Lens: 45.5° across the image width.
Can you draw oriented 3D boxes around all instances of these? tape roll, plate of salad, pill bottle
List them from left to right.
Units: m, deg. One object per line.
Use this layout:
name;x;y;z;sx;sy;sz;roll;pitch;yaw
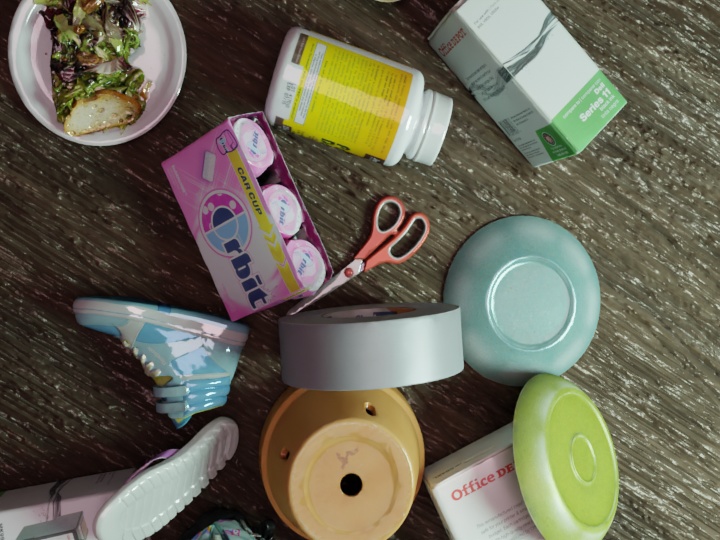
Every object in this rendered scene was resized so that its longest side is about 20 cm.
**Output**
plate of salad;-0.292;-0.242;0.950;0.194;0.048;0.206;0;92;-5
pill bottle;-0.001;-0.186;0.952;0.195;0.109;0.112;18;90;-6
tape roll;0.011;0.077;0.918;0.195;0.200;0.068;-5;93;-6

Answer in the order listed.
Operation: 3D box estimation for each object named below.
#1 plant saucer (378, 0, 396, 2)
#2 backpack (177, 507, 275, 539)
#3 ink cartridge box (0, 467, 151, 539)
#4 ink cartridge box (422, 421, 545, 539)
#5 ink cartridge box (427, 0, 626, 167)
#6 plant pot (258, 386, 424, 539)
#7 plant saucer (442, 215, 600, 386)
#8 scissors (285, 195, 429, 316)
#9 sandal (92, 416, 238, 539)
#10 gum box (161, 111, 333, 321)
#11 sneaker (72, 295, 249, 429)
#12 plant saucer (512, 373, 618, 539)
plant saucer;0.025;-0.401;0.936;0.198;0.035;0.205;-25;124;-42
backpack;-0.144;0.364;0.906;0.125;0.199;0.170;23;94;-31
ink cartridge box;-0.336;0.315;0.949;0.195;0.084;0.150;-10;94;-6
ink cartridge box;0.176;0.298;1.002;0.143;0.084;0.204;-25;94;-5
ink cartridge box;0.177;-0.222;0.951;0.083;0.147;0.200;-43;97;-4
plant pot;-0.017;0.219;0.952;0.194;0.140;0.206;0;93;-6
plant saucer;0.197;0.038;1.017;0.195;0.039;0.207;0;92;-7
scissors;0.000;0.000;1.007;0.073;0.014;0.201;41;86;-8
sandal;-0.214;0.226;0.937;0.049;0.201;0.084;21;123;31
gum box;-0.121;-0.053;0.936;0.112;0.066;0.204;-23;93;34
sneaker;-0.230;0.103;0.955;0.195;0.080;0.134;12;90;-6
plant saucer;0.240;0.214;0.967;0.031;0.199;0.204;-21;97;39
